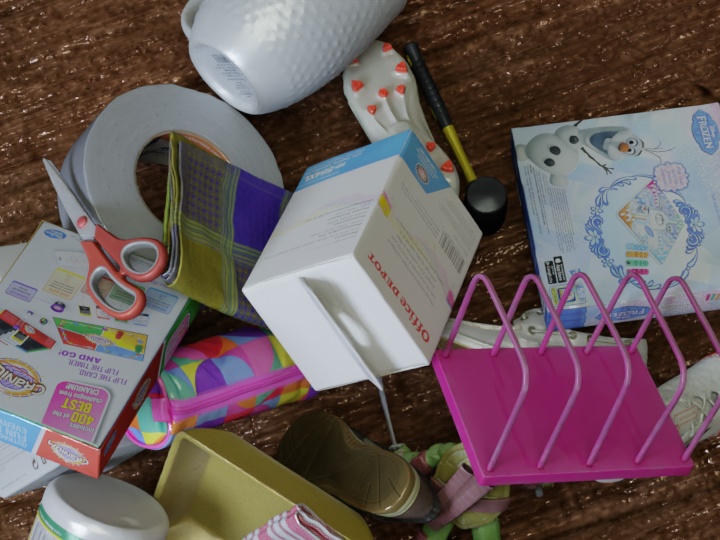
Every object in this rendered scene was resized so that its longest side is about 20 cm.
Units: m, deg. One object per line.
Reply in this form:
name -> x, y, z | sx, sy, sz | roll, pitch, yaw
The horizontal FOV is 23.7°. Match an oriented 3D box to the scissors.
scissors -> -0.232, -0.028, 1.438 | 0.200, 0.014, 0.073 | 35, 89, 36

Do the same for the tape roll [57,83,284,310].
tape roll -> -0.168, -0.065, 1.547 | 0.200, 0.066, 0.201 | 14, 62, -27

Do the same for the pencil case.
pencil case -> -0.118, 0.095, 1.508 | 0.200, 0.088, 0.089 | -17, 77, -41

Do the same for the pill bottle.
pill bottle -> -0.248, 0.286, 1.487 | 0.113, 0.113, 0.200 | 22, 103, 4

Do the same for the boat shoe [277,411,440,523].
boat shoe -> -0.004, 0.181, 1.508 | 0.065, 0.200, 0.073 | 41, 81, -32

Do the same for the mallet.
mallet -> 0.086, -0.130, 1.606 | 0.041, 0.066, 0.200 | -22, 80, -6

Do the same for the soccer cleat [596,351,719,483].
soccer cleat -> 0.288, 0.130, 1.545 | 0.200, 0.085, 0.069 | -29, 83, -4

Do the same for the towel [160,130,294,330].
towel -> -0.101, -0.025, 1.485 | 0.023, 0.200, 0.144 | -18, 60, 34

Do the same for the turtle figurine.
turtle figurine -> 0.098, 0.197, 1.542 | 0.144, 0.200, 0.194 | 4, 103, -27

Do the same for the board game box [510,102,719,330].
board game box -> 0.251, -0.051, 1.571 | 0.198, 0.043, 0.200 | -7, 60, 0

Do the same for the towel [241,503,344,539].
towel -> -0.047, 0.279, 1.461 | 0.146, 0.200, 0.030 | 43, 51, -6

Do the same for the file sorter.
file sorter -> 0.186, 0.082, 1.428 | 0.199, 0.126, 0.139 | 0, 45, -22

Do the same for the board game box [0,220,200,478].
board game box -> -0.238, 0.060, 1.404 | 0.153, 0.040, 0.200 | 20, 48, 8

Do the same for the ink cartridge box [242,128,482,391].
ink cartridge box -> 0.000, 0.000, 1.486 | 0.129, 0.125, 0.200 | 55, 39, -25

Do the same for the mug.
mug -> -0.084, -0.240, 1.587 | 0.200, 0.148, 0.175 | 21, 61, 44

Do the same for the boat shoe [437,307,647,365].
boat shoe -> 0.166, 0.065, 1.570 | 0.199, 0.071, 0.070 | 14, 79, -6

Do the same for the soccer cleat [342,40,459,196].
soccer cleat -> 0.035, -0.130, 1.609 | 0.069, 0.078, 0.200 | -21, 60, -9

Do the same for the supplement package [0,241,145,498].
supplement package -> -0.277, 0.082, 1.524 | 0.117, 0.117, 0.200 | -11, 76, -41

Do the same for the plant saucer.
plant saucer -> -0.083, 0.227, 1.497 | 0.200, 0.200, 0.048 | 33, 51, 6
